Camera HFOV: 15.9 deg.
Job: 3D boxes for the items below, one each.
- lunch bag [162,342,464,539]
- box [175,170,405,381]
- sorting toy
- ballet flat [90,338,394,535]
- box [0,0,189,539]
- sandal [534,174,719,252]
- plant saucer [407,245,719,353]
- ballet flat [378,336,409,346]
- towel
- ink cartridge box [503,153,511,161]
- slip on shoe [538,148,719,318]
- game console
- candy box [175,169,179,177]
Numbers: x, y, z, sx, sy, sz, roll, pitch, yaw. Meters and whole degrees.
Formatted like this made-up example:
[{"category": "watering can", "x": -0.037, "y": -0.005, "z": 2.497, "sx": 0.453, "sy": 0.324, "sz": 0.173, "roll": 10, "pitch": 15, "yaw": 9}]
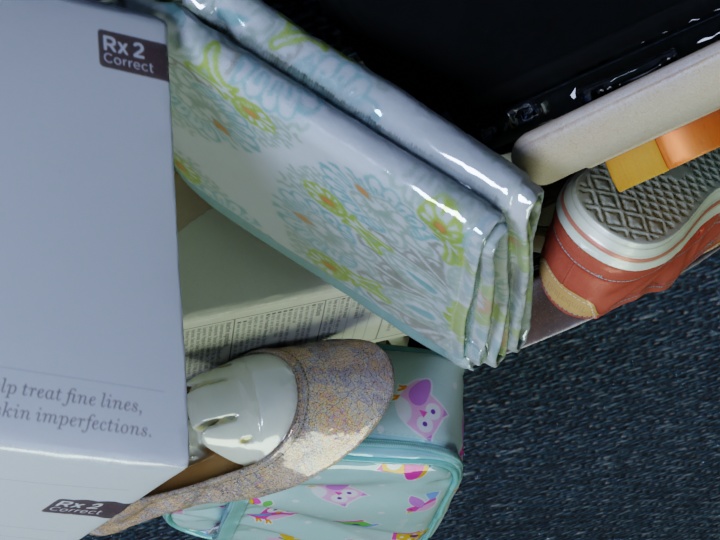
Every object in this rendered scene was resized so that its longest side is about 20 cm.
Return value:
[{"category": "lunch bag", "x": -0.031, "y": 0.098, "z": 1.381, "sx": 0.160, "sy": 0.077, "sz": 0.200, "roll": 3, "pitch": 159, "yaw": -7}, {"category": "box", "x": -0.049, "y": -0.003, "z": 1.245, "sx": 0.199, "sy": 0.078, "sz": 0.095, "roll": -12, "pitch": 159, "yaw": -12}, {"category": "sorting toy", "x": 0.185, "y": -0.083, "z": 1.067, "sx": 0.185, "sy": 0.037, "sz": 0.200, "roll": -24, "pitch": 176, "yaw": 41}, {"category": "ballet flat", "x": -0.077, "y": 0.081, "z": 1.241, "sx": 0.199, "sy": 0.068, "sz": 0.067, "roll": -26, "pitch": 152, "yaw": 24}, {"category": "box", "x": -0.184, "y": -0.007, "z": 0.991, "sx": 0.198, "sy": 0.201, "sz": 0.131, "roll": 11, "pitch": 152, "yaw": -31}, {"category": "sandal", "x": 0.168, "y": -0.035, "z": 1.340, "sx": 0.199, "sy": 0.055, "sz": 0.082, "roll": -20, "pitch": -163, "yaw": -37}, {"category": "plant saucer", "x": 0.110, "y": 0.004, "z": 1.429, "sx": 0.200, "sy": 0.032, "sz": 0.200, "roll": -25, "pitch": -175, "yaw": 2}, {"category": "ballet flat", "x": 0.013, "y": 0.039, "z": 1.508, "sx": 0.199, "sy": 0.071, "sz": 0.071, "roll": 3, "pitch": 155, "yaw": -41}, {"category": "towel", "x": -0.011, "y": -0.045, "z": 1.108, "sx": 0.048, "sy": 0.200, "sz": 0.171, "roll": -53, "pitch": 167, "yaw": -17}, {"category": "ink cartridge box", "x": 0.148, "y": -0.100, "z": 1.255, "sx": 0.199, "sy": 0.050, "sz": 0.161, "roll": -3, "pitch": 165, "yaw": 17}, {"category": "slip on shoe", "x": 0.140, "y": -0.033, "z": 1.166, "sx": 0.200, "sy": 0.074, "sz": 0.061, "roll": -33, "pitch": 158, "yaw": -51}, {"category": "game console", "x": 0.103, "y": -0.132, "z": 1.090, "sx": 0.199, "sy": 0.117, "sz": 0.176, "roll": -23, "pitch": 178, "yaw": 27}, {"category": "candy box", "x": -0.128, "y": -0.043, "z": 1.234, "sx": 0.102, "sy": 0.027, "sz": 0.200, "roll": -25, "pitch": 158, "yaw": 34}]
